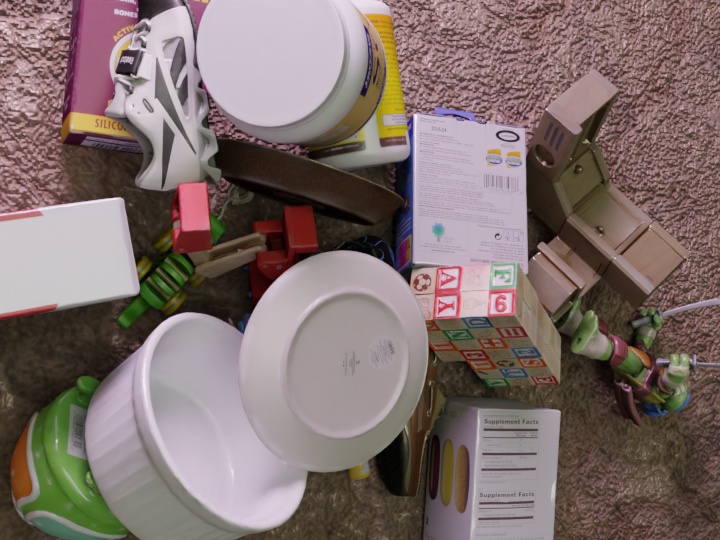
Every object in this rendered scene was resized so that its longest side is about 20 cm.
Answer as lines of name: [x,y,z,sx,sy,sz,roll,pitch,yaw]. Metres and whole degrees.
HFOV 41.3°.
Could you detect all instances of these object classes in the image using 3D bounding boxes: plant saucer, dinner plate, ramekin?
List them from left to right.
ramekin: [-0.146,0.149,0.844,0.097,0.201,0.201,-32,108,26]
plant saucer: [-0.056,-0.082,0.930,0.198,0.200,0.035,18,87,-22]
dinner plate: [-0.015,0.084,0.859,0.198,0.024,0.204,-4,98,-32]

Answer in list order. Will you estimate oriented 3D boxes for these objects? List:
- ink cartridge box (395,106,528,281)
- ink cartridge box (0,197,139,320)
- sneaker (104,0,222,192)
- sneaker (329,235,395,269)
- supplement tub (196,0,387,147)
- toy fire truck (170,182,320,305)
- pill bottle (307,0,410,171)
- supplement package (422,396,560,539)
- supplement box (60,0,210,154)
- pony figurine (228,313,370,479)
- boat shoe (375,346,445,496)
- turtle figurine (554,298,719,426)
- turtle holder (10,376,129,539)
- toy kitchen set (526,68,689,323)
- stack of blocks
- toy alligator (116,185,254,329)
ink cartridge box: [0.110,-0.089,1.045,0.134,0.076,0.203,5,76,-15]
ink cartridge box: [-0.284,-0.005,0.836,0.142,0.200,0.085,-10,91,-22]
sneaker: [-0.183,-0.168,0.832,0.087,0.074,0.203,-13,96,-24]
sneaker: [0.000,0.000,0.962,0.069,0.201,0.079,13,120,5]
supplement tub: [-0.057,-0.185,0.846,0.143,0.200,0.148,1,96,8]
toy fire truck: [-0.110,-0.017,0.922,0.139,0.201,0.049,-4,66,-12]
pill bottle: [-0.013,-0.208,0.995,0.108,0.109,0.203,-10,95,-22]
supplement package: [0.143,0.248,1.065,0.108,0.113,0.203,4,88,-23]
supplement box: [-0.210,-0.216,0.915,0.129,0.103,0.203,4,89,-22]
pony figurine: [-0.044,0.123,0.979,0.190,0.167,0.203,-14,111,-14]
boat shoe: [0.060,0.145,1.051,0.073,0.075,0.203,0,92,-26]
turtle figurine: [0.344,0.077,1.135,0.192,0.200,0.145,25,47,-17]
turtle holder: [-0.242,0.184,0.899,0.185,0.131,0.142,0,60,-61]
toy kitchen set: [0.248,-0.058,1.032,0.163,0.181,0.200,-39,73,-19]
stack of blocks: [0.138,0.064,1.026,0.200,0.114,0.059,48,44,-54]
toy alligator: [-0.171,-0.020,0.960,0.059,0.054,0.200,45,74,-17]
